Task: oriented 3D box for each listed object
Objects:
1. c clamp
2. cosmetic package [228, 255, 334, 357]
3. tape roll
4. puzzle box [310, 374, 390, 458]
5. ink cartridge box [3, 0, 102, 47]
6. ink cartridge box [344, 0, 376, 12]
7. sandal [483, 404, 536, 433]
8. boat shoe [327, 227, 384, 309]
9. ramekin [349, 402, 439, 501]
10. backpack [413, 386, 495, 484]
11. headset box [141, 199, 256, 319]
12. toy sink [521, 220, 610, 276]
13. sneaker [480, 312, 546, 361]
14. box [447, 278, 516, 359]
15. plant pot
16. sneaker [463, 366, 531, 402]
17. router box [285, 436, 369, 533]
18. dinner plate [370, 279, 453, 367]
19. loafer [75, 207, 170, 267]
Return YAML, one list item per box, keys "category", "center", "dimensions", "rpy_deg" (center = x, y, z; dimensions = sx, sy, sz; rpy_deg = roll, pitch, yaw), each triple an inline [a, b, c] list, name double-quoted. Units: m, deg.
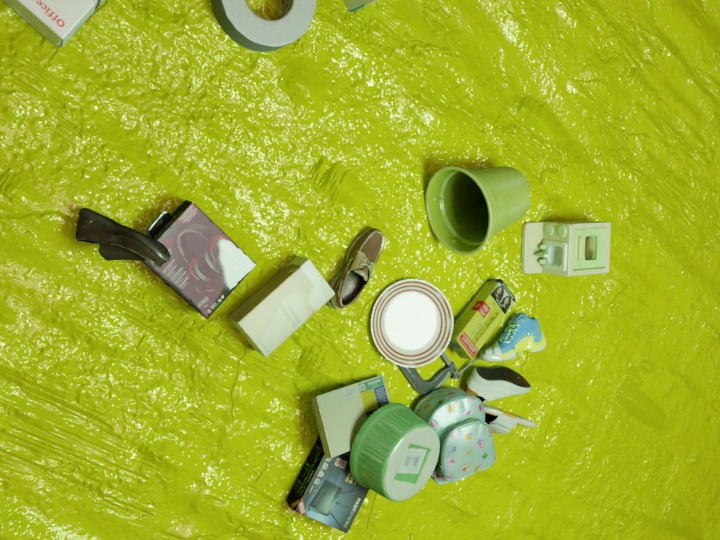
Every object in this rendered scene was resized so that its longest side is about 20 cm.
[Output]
- category: "c clamp"
  center: [0.170, 0.202, 1.721]
  dimensions: [0.171, 0.027, 0.200]
  rpy_deg: [-45, 115, -10]
- category: "cosmetic package"
  center: [-0.163, 0.073, 1.509]
  dimensions: [0.200, 0.071, 0.105]
  rpy_deg: [-44, 113, -15]
- category: "tape roll"
  center: [-0.189, -0.537, 1.424]
  dimensions: [0.199, 0.066, 0.202]
  rpy_deg: [-4, 98, -27]
- category: "puzzle box"
  center: [-0.010, 0.317, 1.592]
  dimensions: [0.199, 0.025, 0.134]
  rpy_deg: [-10, 82, -41]
- category: "ink cartridge box"
  center: [-0.512, -0.514, 1.254]
  dimensions: [0.146, 0.084, 0.201]
  rpy_deg: [41, 77, -25]
- category: "ink cartridge box"
  center: [0.055, -0.646, 1.498]
  dimensions: [0.200, 0.128, 0.126]
  rpy_deg: [-36, 110, -19]
- category: "sandal"
  center: [0.356, 0.380, 1.803]
  dimensions: [0.206, 0.079, 0.060]
  rpy_deg: [23, 83, -29]
- category: "boat shoe"
  center: [0.000, 0.000, 1.581]
  dimensions: [0.076, 0.072, 0.201]
  rpy_deg: [32, 82, -26]
- category: "ramekin"
  center: [0.081, 0.400, 1.578]
  dimensions: [0.199, 0.097, 0.202]
  rpy_deg: [-18, 117, -38]
- category: "backpack"
  center: [0.218, 0.381, 1.697]
  dimensions: [0.175, 0.153, 0.202]
  rpy_deg: [-15, 99, -18]
- category: "headset box"
  center: [-0.327, -0.029, 1.412]
  dimensions: [0.149, 0.075, 0.200]
  rpy_deg: [-48, 114, -12]
- category: "toy sink"
  center: [0.516, -0.056, 1.810]
  dimensions: [0.199, 0.112, 0.132]
  rpy_deg: [-3, 97, -26]
- category: "sneaker"
  center: [0.370, 0.163, 1.796]
  dimensions: [0.199, 0.076, 0.106]
  rpy_deg: [-9, 88, -33]
- category: "box"
  center: [0.288, 0.114, 1.736]
  dimensions: [0.200, 0.050, 0.075]
  rpy_deg: [-48, 113, -23]
- category: "plant pot"
  center: [0.281, -0.155, 1.653]
  dimensions: [0.183, 0.200, 0.202]
  rpy_deg: [-20, 105, -35]
- category: "sneaker"
  center: [0.334, 0.287, 1.799]
  dimensions: [0.199, 0.073, 0.085]
  rpy_deg: [13, 121, -33]
- category: "router box"
  center: [-0.053, 0.462, 1.617]
  dimensions: [0.149, 0.062, 0.201]
  rpy_deg: [32, 82, -27]
- category: "dinner plate"
  center: [0.117, 0.121, 1.665]
  dimensions: [0.198, 0.024, 0.202]
  rpy_deg: [1, 87, -14]
- category: "loafer"
  center: [-0.434, -0.045, 1.318]
  dimensions: [0.071, 0.199, 0.073]
  rpy_deg: [-65, 161, -3]
